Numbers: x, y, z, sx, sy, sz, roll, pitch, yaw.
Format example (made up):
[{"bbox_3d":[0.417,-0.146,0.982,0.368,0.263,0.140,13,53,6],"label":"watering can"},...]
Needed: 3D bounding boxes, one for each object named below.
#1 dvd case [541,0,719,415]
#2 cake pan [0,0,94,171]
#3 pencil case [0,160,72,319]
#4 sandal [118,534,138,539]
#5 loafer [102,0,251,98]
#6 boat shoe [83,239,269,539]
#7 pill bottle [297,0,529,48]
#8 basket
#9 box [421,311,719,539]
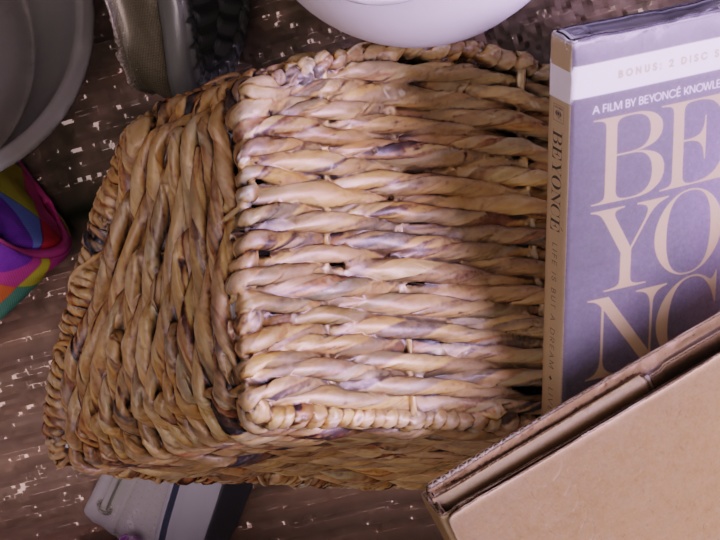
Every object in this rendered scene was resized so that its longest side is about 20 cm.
[{"bbox_3d":[0.127,0.003,0.849,0.149,0.016,0.200,-13,118,-25],"label":"dvd case"},{"bbox_3d":[-0.197,-0.103,0.925,0.200,0.200,0.037,40,140,1],"label":"cake pan"},{"bbox_3d":[-0.206,0.020,1.003,0.200,0.088,0.088,-42,91,19],"label":"pencil case"},{"bbox_3d":[-0.088,0.130,0.979,0.082,0.203,0.050,34,71,-31],"label":"sandal"},{"bbox_3d":[-0.096,-0.154,0.947,0.070,0.075,0.200,-14,90,21],"label":"loafer"},{"bbox_3d":[-0.069,0.018,0.982,0.086,0.075,0.202,23,117,11],"label":"boat shoe"},{"bbox_3d":[0.026,-0.136,0.849,0.111,0.200,0.111,3,104,12],"label":"pill bottle"},{"bbox_3d":[0.000,0.000,0.901,0.149,0.200,0.143,-18,71,55],"label":"basket"},{"bbox_3d":[0.129,0.105,0.838,0.163,0.021,0.200,-31,123,-5],"label":"box"}]
